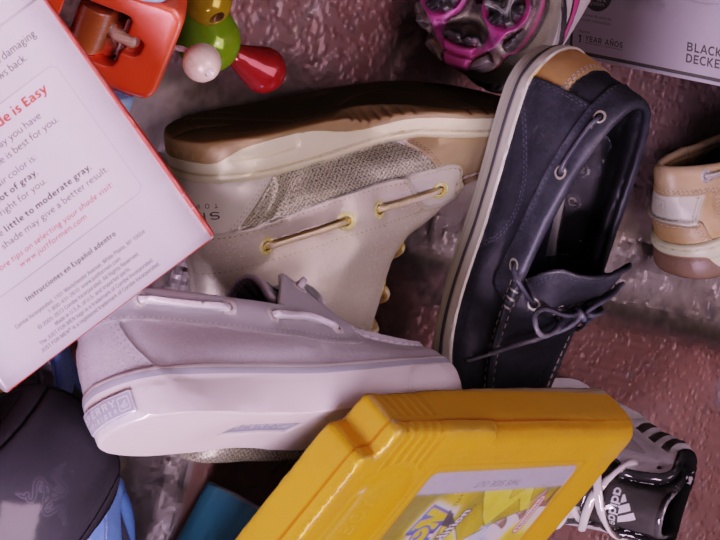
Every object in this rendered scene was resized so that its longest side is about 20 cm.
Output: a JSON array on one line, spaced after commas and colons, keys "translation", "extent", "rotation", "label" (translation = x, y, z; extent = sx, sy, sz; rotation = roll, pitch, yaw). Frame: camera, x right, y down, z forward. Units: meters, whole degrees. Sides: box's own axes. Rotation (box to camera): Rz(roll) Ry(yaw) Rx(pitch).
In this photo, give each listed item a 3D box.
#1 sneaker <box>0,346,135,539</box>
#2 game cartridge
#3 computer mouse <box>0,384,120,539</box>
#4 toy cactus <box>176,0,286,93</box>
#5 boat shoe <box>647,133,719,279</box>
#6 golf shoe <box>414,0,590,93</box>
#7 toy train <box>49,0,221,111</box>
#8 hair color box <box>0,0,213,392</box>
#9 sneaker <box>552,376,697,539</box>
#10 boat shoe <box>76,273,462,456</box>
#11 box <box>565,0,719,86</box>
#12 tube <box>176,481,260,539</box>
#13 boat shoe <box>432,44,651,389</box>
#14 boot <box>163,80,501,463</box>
[{"translation": [-0.132, 0.081, 1.068], "extent": [0.078, 0.065, 0.202], "rotation": [-47, 129, -65], "label": "sneaker"}, {"translation": [0.011, 0.122, 1.117], "extent": [0.199, 0.032, 0.177], "rotation": [1, 132, -56], "label": "game cartridge"}, {"translation": [-0.158, 0.147, 0.998], "extent": [0.199, 0.046, 0.141], "rotation": [-35, 109, -9], "label": "computer mouse"}, {"translation": [-0.064, -0.178, 1.042], "extent": [0.164, 0.102, 0.201], "rotation": [9, 104, -36], "label": "toy cactus"}, {"translation": [0.228, -0.068, 1.365], "extent": [0.199, 0.071, 0.077], "rotation": [-31, 120, -34], "label": "boat shoe"}, {"translation": [0.088, -0.180, 1.203], "extent": [0.092, 0.072, 0.201], "rotation": [20, 93, -64], "label": "golf shoe"}, {"translation": [-0.106, -0.161, 0.973], "extent": [0.149, 0.056, 0.201], "rotation": [15, 119, -7], "label": "toy train"}, {"translation": [-0.151, -0.066, 0.946], "extent": [0.101, 0.061, 0.201], "rotation": [-36, 115, -4], "label": "hair color box"}, {"translation": [0.085, 0.092, 1.236], "extent": [0.200, 0.115, 0.076], "rotation": [-5, 105, -43], "label": "sneaker"}, {"translation": [-0.037, 0.034, 1.060], "extent": [0.199, 0.072, 0.069], "rotation": [-2, 71, -42], "label": "boat shoe"}, {"translation": [0.162, -0.194, 1.231], "extent": [0.060, 0.116, 0.202], "rotation": [-11, 108, -42], "label": "box"}, {"translation": [-0.091, 0.192, 1.145], "extent": [0.077, 0.050, 0.201], "rotation": [31, 84, -37], "label": "tube"}, {"translation": [0.081, 0.003, 1.153], "extent": [0.074, 0.062, 0.201], "rotation": [-10, 118, -52], "label": "boat shoe"}, {"translation": [0.000, 0.000, 1.159], "extent": [0.199, 0.072, 0.156], "rotation": [-11, 108, -37], "label": "boot"}]
